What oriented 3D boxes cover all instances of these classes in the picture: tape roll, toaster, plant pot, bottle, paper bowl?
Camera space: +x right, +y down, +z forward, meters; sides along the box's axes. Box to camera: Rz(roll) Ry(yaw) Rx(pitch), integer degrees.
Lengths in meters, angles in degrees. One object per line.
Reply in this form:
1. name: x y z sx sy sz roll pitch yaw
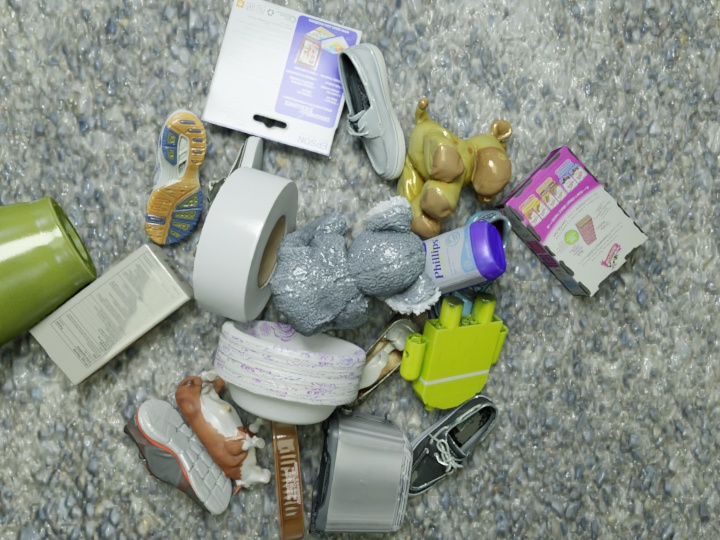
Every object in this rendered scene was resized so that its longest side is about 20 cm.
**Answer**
1. tape roll: -0.151 -0.035 0.743 0.071 0.202 0.203 18 89 3
2. toaster: 0.000 0.306 0.811 0.129 0.114 0.200 8 90 -8
3. plant pot: -0.476 -0.003 0.731 0.193 0.200 0.201 -28 93 -16
4. bottle: 0.107 -0.004 0.795 0.200 0.065 0.084 -19 62 32
5. paper bowl: -0.099 0.139 0.748 0.200 0.201 0.104 14 93 -6

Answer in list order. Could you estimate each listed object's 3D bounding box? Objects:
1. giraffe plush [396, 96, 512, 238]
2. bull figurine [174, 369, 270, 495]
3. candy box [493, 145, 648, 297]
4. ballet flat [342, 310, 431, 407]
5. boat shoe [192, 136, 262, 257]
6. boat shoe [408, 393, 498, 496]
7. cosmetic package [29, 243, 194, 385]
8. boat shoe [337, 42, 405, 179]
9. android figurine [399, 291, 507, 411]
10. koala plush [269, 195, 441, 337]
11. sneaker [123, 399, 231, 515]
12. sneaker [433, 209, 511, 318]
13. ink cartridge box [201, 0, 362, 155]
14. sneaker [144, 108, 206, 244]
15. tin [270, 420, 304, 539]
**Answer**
1. giraffe plush: 0.152 -0.152 0.818 0.162 0.173 0.200 3 56 -16
2. bull figurine: -0.193 0.232 0.798 0.200 0.065 0.121 49 120 2
3. candy box: 0.331 -0.075 0.865 0.136 0.061 0.200 -43 94 -4
4. ballet flat: 0.038 0.132 0.829 0.068 0.075 0.200 44 86 6
5. boat shoe: -0.196 -0.106 0.806 0.064 0.071 0.200 17 89 0
6. boat shoe: 0.136 0.276 0.845 0.199 0.068 0.074 -40 94 -4
7. cosmetic package: -0.351 0.060 0.792 0.200 0.071 0.105 -36 95 -4
8. boat shoe: 0.008 -0.229 0.808 0.071 0.070 0.201 -23 105 -36
9. android figurine: 0.143 0.128 0.822 0.182 0.041 0.200 -6 119 -27
10. koala plush: 0.000 0.000 0.740 0.200 0.184 0.178 -13 94 23
11. sneaker: -0.273 0.284 0.816 0.082 0.077 0.200 -35 93 23
12. sneaker: 0.170 -0.004 0.832 0.079 0.096 0.200 20 88 -6
13. ink cartridge box: -0.118 -0.290 0.826 0.198 0.043 0.200 15 87 -6
14. sneaker: -0.269 -0.137 0.805 0.075 0.088 0.200 10 112 -28
15. tin: -0.108 0.292 0.801 0.042 0.112 0.200 -5 92 -15
